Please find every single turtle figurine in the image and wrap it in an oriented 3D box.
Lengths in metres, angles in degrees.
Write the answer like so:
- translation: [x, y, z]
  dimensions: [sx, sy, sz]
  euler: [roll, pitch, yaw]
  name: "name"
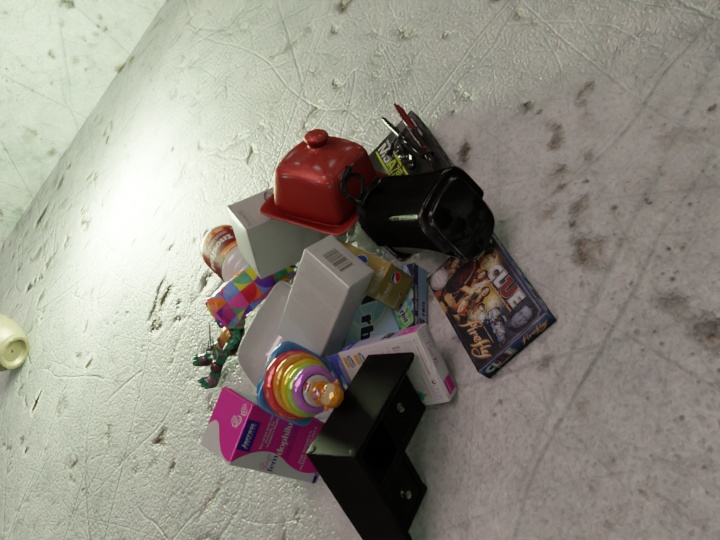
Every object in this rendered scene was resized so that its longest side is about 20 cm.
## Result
- translation: [-0.302, 0.151, 1.399]
  dimensions: [0.202, 0.099, 0.151]
  euler: [-60, 24, 26]
  name: "turtle figurine"

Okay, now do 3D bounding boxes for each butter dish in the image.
- translation: [-0.070, -0.183, 1.160]
  dimensions: [0.196, 0.150, 0.201]
  euler: [17, 47, 27]
  name: "butter dish"

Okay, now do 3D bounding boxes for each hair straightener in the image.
- translation: [0.085, -0.225, 1.188]
  dimensions: [0.077, 0.041, 0.202]
  euler: [-43, 50, 18]
  name: "hair straightener"

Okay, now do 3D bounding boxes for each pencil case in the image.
- translation: [-0.222, 0.035, 1.325]
  dimensions: [0.199, 0.089, 0.088]
  euler: [-38, 39, -16]
  name: "pencil case"

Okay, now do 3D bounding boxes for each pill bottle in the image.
- translation: [-0.274, -0.021, 1.450]
  dimensions: [0.199, 0.112, 0.114]
  euler: [33, 93, 49]
  name: "pill bottle"

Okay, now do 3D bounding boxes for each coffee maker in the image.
- translation: [0.085, -0.092, 1.020]
  dimensions: [0.199, 0.189, 0.138]
  euler: [4, 80, 62]
  name: "coffee maker"

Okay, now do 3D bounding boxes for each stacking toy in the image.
- translation: [-0.074, 0.178, 0.963]
  dimensions: [0.199, 0.109, 0.118]
  euler: [-5, 58, 66]
  name: "stacking toy"

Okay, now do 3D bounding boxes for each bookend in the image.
- translation: [0.043, 0.266, 0.953]
  dimensions: [0.091, 0.202, 0.199]
  euler: [-9, 30, 38]
  name: "bookend"

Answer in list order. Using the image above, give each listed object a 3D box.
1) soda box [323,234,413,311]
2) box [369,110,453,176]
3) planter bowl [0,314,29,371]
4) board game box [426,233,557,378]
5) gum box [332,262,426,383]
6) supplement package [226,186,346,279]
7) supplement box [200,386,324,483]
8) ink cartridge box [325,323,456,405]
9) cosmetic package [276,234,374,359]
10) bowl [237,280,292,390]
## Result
- translation: [0.000, 0.000, 1.126]
  dimensions: [0.199, 0.067, 0.065]
  euler: [28, 88, 50]
  name: "soda box"
- translation: [0.077, -0.173, 1.222]
  dimensions: [0.193, 0.047, 0.202]
  euler: [-44, 45, 21]
  name: "box"
- translation: [-1.255, 0.270, 2.262]
  dimensions: [0.132, 0.200, 0.204]
  euler: [17, 80, 21]
  name: "planter bowl"
- translation: [0.195, 0.043, 0.996]
  dimensions: [0.135, 0.034, 0.202]
  euler: [-45, 44, 19]
  name: "board game box"
- translation: [0.027, 0.097, 1.132]
  dimensions: [0.198, 0.044, 0.173]
  euler: [-21, 56, 38]
  name: "gum box"
- translation: [-0.145, -0.093, 1.280]
  dimensions: [0.197, 0.119, 0.117]
  euler: [-25, 40, -19]
  name: "supplement package"
- translation: [-0.156, 0.283, 1.102]
  dimensions: [0.102, 0.199, 0.103]
  euler: [14, 79, 48]
  name: "supplement box"
- translation: [0.045, 0.164, 1.032]
  dimensions: [0.198, 0.042, 0.121]
  euler: [-20, 100, 36]
  name: "ink cartridge box"
- translation: [-0.061, 0.055, 1.068]
  dimensions: [0.101, 0.071, 0.202]
  euler: [40, 132, 18]
  name: "cosmetic package"
- translation: [-0.141, 0.143, 1.258]
  dimensions: [0.199, 0.074, 0.202]
  euler: [37, 97, 48]
  name: "bowl"
